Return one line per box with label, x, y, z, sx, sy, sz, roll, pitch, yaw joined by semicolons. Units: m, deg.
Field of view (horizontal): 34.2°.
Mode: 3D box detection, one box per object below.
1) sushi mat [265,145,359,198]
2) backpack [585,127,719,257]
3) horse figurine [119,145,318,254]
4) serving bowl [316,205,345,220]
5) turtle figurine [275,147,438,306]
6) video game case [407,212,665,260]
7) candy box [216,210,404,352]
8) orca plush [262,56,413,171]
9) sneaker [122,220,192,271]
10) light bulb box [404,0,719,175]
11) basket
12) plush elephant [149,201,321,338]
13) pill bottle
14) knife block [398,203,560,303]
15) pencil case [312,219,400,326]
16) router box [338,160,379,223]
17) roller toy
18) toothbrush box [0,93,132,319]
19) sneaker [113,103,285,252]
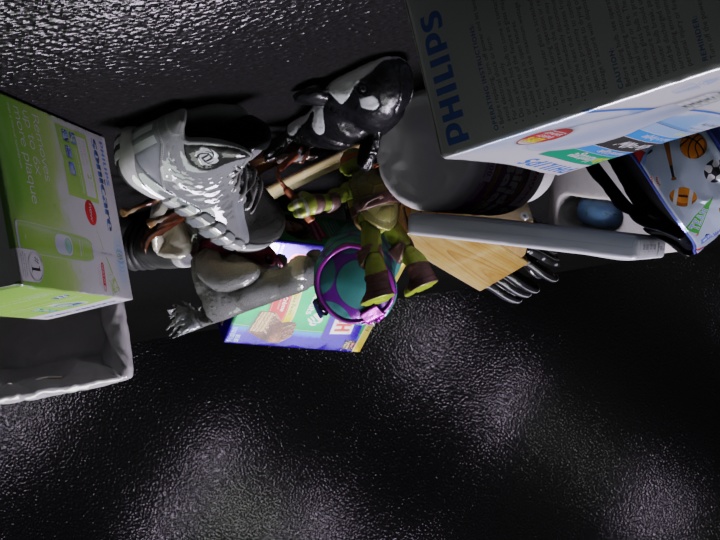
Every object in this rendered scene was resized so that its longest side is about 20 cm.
sushi mat;-0.068;-0.088;1.180;0.200;0.012;0.096;-28;-179;-17
backpack;0.272;-0.113;1.018;0.154;0.191;0.200;-30;168;17
horse figurine;-0.152;-0.081;1.155;0.132;0.050;0.200;-23;175;-45
serving bowl;-0.046;-0.047;1.608;0.199;0.066;0.200;-10;174;-1
turtle figurine;0.020;-0.055;1.114;0.200;0.162;0.064;-11;167;-46
video game case;0.165;-0.031;1.061;0.199;0.024;0.182;7;-176;21
candy box;-0.065;0.016;1.479;0.199;0.077;0.169;6;127;-29
orca plush;-0.016;-0.118;1.008;0.105;0.071;0.200;-4;171;-45
sneaker;-0.223;-0.037;1.442;0.099;0.071;0.200;2;-175;18
light bulb box;0.169;-0.153;0.780;0.199;0.125;0.198;-16;172;32
basket;-0.350;0.032;1.234;0.197;0.201;0.161;-9;179;-10
plush elephant;-0.146;-0.030;1.289;0.199;0.155;0.165;-20;-179;13
pill bottle;0.111;-0.109;1.124;0.112;0.113;0.200;-15;173;33
knife block;0.125;-0.021;1.297;0.199;0.064;0.176;-5;144;-8
pencil case;0.000;0.000;1.237;0.085;0.093;0.200;-18;-171;8
router box;0.052;-0.096;1.353;0.149;0.062;0.200;-9;173;0
roller toy;0.305;-0.088;1.325;0.182;0.140;0.200;0;-168;1
toothbrush box;-0.264;-0.043;0.910;0.086;0.146;0.200;-12;173;9
sneaker;-0.106;-0.082;1.014;0.115;0.075;0.200;-24;148;30
